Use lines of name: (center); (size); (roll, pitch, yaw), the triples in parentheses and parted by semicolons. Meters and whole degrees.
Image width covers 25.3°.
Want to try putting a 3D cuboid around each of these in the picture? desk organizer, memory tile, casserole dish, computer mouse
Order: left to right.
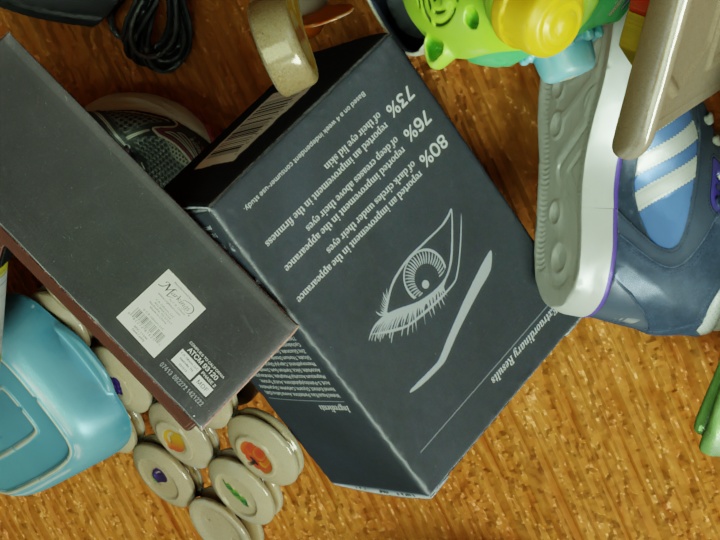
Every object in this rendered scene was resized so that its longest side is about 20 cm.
casserole dish: (-0.217, 0.086, 1.004); (0.122, 0.039, 0.200); (52, 145, -6)
computer mouse: (-0.186, -0.194, 0.903); (0.198, 0.053, 0.140); (17, 119, 7)
desk organizer: (-0.132, -0.011, 0.789); (0.200, 0.072, 0.077); (45, 157, -2)
memory tile: (-0.124, 0.081, 0.950); (0.200, 0.017, 0.154); (40, 144, 8)

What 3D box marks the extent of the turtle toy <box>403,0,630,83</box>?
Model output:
turtle toy: (0.098, -0.173, 0.773); (0.201, 0.145, 0.101); (-51, 139, -2)

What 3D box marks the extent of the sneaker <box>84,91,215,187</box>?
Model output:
sneaker: (-0.177, -0.058, 0.952); (0.198, 0.075, 0.081); (2, 115, 14)

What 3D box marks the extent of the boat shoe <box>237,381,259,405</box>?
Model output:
boat shoe: (-0.127, 0.040, 0.992); (0.198, 0.065, 0.073); (0, 126, 36)

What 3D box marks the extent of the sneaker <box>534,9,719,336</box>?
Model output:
sneaker: (0.174, -0.065, 0.860); (0.145, 0.080, 0.203); (6, 91, -21)

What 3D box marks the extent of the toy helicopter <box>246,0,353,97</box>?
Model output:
toy helicopter: (-0.046, -0.151, 0.808); (0.078, 0.201, 0.133); (-19, 134, 6)

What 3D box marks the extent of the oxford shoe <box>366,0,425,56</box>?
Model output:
oxford shoe: (0.011, -0.208, 0.827); (0.070, 0.074, 0.202); (-17, 109, 22)

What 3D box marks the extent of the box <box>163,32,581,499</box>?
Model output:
box: (0.000, 0.000, 0.862); (0.201, 0.148, 0.104); (54, 153, -18)

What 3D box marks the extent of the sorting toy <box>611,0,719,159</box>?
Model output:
sorting toy: (0.167, -0.162, 0.735); (0.036, 0.200, 0.187); (22, 120, 20)

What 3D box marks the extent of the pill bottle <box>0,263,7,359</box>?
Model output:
pill bottle: (-0.253, 0.015, 0.888); (0.111, 0.112, 0.202); (11, 105, 11)

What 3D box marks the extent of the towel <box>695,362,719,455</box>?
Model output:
towel: (0.287, 0.039, 0.848); (0.198, 0.031, 0.151); (7, 115, -11)
